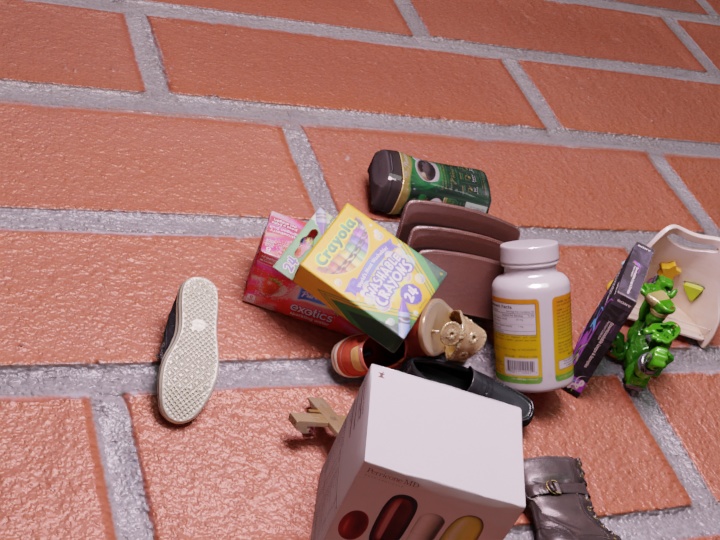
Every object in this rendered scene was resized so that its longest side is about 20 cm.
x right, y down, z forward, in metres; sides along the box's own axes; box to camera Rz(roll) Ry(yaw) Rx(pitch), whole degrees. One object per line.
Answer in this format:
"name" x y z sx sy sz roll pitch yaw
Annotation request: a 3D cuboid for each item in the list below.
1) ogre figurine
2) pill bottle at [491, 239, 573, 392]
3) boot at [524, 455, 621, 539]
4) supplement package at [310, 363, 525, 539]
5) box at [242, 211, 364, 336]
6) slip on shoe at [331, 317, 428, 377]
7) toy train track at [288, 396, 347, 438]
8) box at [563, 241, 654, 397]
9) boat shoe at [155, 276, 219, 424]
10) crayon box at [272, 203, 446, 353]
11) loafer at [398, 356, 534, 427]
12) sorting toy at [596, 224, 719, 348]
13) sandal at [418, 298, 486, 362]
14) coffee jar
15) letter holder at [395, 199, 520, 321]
"ogre figurine" 0.440 0.107 1.671 0.097 0.121 0.201 8 40 -13
"pill bottle" 0.241 0.061 1.540 0.110 0.202 0.111 -4 9 1
"boot" 0.292 0.312 1.404 0.198 0.070 0.175 10 42 -14
"supplement package" 0.063 0.248 1.253 0.190 0.201 0.148 17 39 -8
"box" -0.054 0.010 1.541 0.198 0.100 0.096 19 39 -8
"slip on shoe" 0.052 0.101 1.503 0.199 0.061 0.075 -15 95 -38
"toy train track" -0.002 0.205 1.400 0.198 0.033 0.115 7 18 -30
"box" 0.362 0.071 1.606 0.036 0.201 0.143 28 39 6
"boat shoe" -0.218 0.105 1.382 0.074 0.062 0.202 15 55 -19
"crayon box" 0.000 0.000 1.463 0.199 0.052 0.126 35 57 3
"loafer" 0.147 0.166 1.485 0.199 0.071 0.069 18 55 -8
"sorting toy" 0.504 0.008 1.767 0.198 0.181 0.107 16 39 -10
"sandal" 0.140 0.087 1.489 0.069 0.212 0.078 5 79 20
"coffee jar" 0.109 -0.132 1.796 0.198 0.086 0.105 12 44 -17
"letter holder" 0.154 -0.015 1.608 0.198 0.143 0.101 12 11 -22
